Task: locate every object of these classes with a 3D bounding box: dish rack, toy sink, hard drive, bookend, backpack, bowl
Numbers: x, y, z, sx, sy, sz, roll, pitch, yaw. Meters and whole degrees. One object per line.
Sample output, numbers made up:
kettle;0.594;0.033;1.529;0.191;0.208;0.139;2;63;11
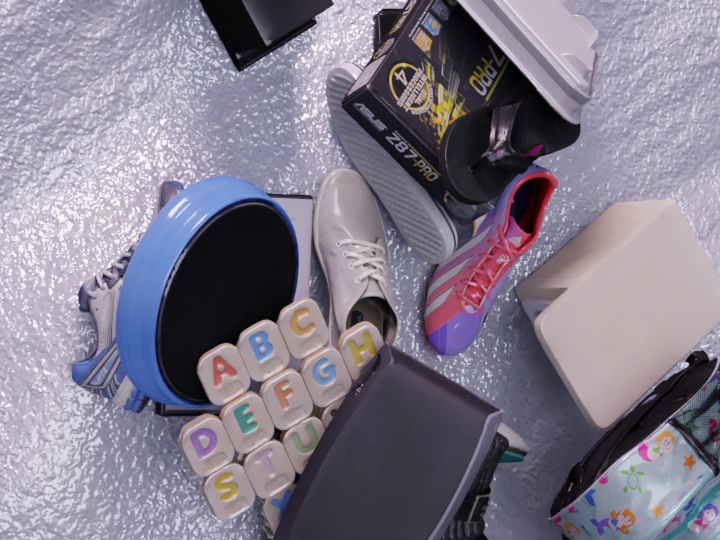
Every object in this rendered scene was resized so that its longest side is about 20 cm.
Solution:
dish rack;0.151;-0.238;1.592;0.043;0.172;0.200;-39;102;25
toy sink;0.236;0.042;1.678;0.200;0.112;0.131;-40;107;-22
hard drive;0.024;0.179;1.493;0.134;0.042;0.201;30;94;-1
bookend;-0.083;-0.283;1.469;0.092;0.200;0.200;-33;104;-19
backpack;0.273;0.195;1.589;0.199;0.178;0.151;-33;79;-29
bowl;-0.123;0.021;1.475;0.200;0.039;0.202;-33;134;-43

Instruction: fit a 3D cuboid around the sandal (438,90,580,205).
sandal;0.137;-0.120;1.534;0.200;0.048;0.076;-34;95;-44

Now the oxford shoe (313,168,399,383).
oxford shoe;0.000;0.000;1.575;0.074;0.058;0.202;5;69;-23

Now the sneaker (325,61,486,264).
sneaker;0.044;-0.109;1.603;0.079;0.078;0.201;-35;99;-33

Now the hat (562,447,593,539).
hat;0.250;0.262;1.712;0.199;0.081;0.203;8;75;-33

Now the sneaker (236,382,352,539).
sneaker;-0.075;0.186;1.562;0.089;0.067;0.202;14;93;-26

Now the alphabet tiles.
alphabet tiles;-0.055;0.130;1.503;0.199;0.015;0.197;-29;116;-15

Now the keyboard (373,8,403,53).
keyboard;0.104;-0.183;1.657;0.198;0.021;0.129;-1;87;-23

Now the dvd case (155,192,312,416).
dvd case;-0.113;0.030;1.570;0.141;0.018;0.202;1;92;-25

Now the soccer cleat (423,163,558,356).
soccer cleat;0.122;-0.012;1.642;0.066;0.076;0.201;31;80;-22

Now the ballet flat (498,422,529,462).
ballet flat;0.070;0.146;1.639;0.198;0.069;0.070;4;91;-23

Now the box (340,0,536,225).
box;0.087;-0.164;1.578;0.161;0.049;0.201;45;50;-17

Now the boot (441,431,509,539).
boot;0.099;0.218;1.602;0.211;0.079;0.159;18;84;-59

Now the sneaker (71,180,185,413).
sneaker;-0.199;0.017;1.494;0.084;0.077;0.202;15;90;-2
